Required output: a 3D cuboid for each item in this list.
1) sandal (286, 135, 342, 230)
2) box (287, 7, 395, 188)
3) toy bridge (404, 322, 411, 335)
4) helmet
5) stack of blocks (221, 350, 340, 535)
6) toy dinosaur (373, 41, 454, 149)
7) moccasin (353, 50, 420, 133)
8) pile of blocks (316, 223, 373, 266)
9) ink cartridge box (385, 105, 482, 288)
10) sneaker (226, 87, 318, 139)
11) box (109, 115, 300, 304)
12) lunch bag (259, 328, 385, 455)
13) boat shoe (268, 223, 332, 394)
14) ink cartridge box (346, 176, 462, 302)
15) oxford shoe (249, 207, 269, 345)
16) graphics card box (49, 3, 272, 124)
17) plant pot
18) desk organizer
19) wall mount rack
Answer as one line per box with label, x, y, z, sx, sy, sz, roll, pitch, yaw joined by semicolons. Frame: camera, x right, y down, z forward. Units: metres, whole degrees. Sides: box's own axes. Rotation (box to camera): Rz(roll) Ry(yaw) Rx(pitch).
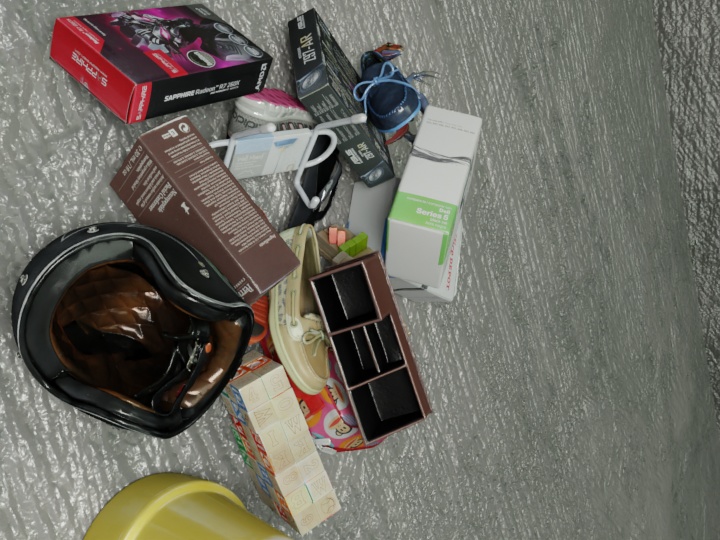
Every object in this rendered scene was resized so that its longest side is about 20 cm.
sandal;-0.056;-0.099;0.979;0.076;0.043;0.201;67;37;-71
box;-0.024;-0.232;0.974;0.200;0.043;0.161;46;27;-50
toy bridge;0.038;0.097;1.043;0.067;0.027;0.200;-48;167;-3
helmet;-0.218;0.047;0.670;0.200;0.190;0.200;-57;168;-19
stack of blocks;-0.106;0.200;0.848;0.058;0.115;0.200;-28;110;-26
toy dinosaur;0.059;-0.278;1.081;0.182;0.105;0.200;51;23;14
moccasin;0.024;-0.244;0.958;0.068;0.080;0.200;52;8;-29
pile of blocks;0.000;0.000;0.957;0.062;0.082;0.200;95;-22;-49
ink cartridge box;0.101;-0.101;0.980;0.146;0.084;0.200;89;19;-60
sneaker;-0.112;-0.181;0.914;0.088;0.074;0.200;-60;167;17
box;-0.167;-0.050;0.757;0.200;0.100;0.075;51;46;-3
lunch bag;-0.040;0.131;0.905;0.176;0.082;0.200;10;43;-52
boat shoe;-0.066;0.042;0.822;0.073;0.063;0.200;20;51;-63
ink cartridge box;0.071;-0.042;1.119;0.200;0.084;0.145;25;69;-47
oxford shoe;-0.152;0.004;0.862;0.071;0.072;0.200;26;49;-33
graphics card box;-0.206;-0.227;0.760;0.200;0.125;0.051;-30;154;-48
plant pot;-0.158;0.322;0.727;0.201;0.189;0.201;4;85;-50
desk organizer;0.013;0.086;0.799;0.077;0.072;0.200;-28;100;-74
wall mount rack;-0.088;-0.132;0.820;0.200;0.174;0.075;-15;62;-34
